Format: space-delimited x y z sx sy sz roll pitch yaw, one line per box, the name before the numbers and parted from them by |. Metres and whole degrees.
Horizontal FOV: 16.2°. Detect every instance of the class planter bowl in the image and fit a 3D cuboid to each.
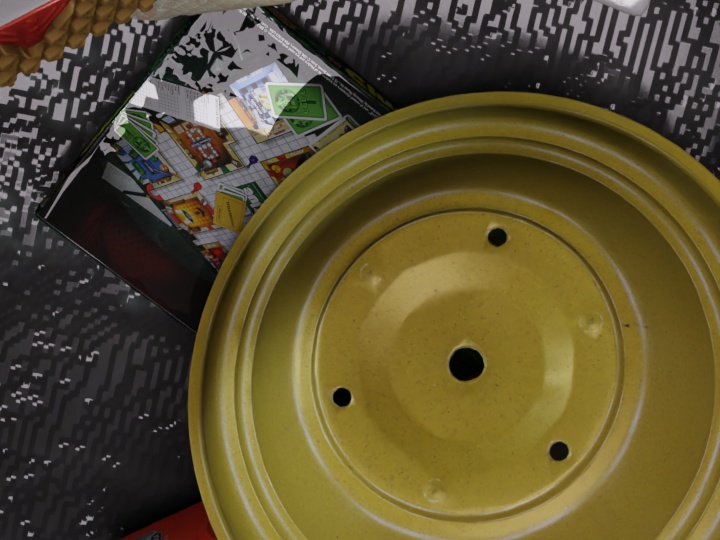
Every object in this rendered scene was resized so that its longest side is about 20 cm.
planter bowl | 0.036 0.033 0.770 0.200 0.083 0.201 -2 79 9

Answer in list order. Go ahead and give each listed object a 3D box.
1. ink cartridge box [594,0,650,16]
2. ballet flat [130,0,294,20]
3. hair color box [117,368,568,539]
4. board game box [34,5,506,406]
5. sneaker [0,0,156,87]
ink cartridge box | 0.108 -0.151 0.766 0.199 0.076 0.148 20 108 -8
ballet flat | -0.113 -0.116 0.798 0.199 0.068 0.062 20 133 -8
hair color box | 0.020 0.104 0.854 0.200 0.061 0.102 -25 109 3
board game box | 0.000 0.000 0.859 0.200 0.023 0.105 38 100 -16
sneaker | -0.125 -0.097 0.723 0.200 0.075 0.090 -28 82 -18
